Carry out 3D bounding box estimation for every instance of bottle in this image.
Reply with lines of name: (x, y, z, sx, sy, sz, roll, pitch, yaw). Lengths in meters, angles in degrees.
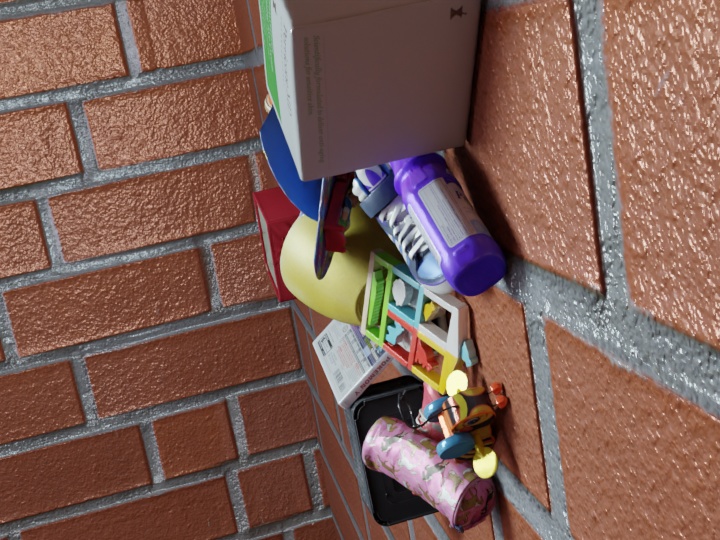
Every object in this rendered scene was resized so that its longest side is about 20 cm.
bottle: (0.086, -0.068, 0.977, 0.083, 0.065, 0.202, 39, -160, -55)

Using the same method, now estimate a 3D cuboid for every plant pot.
plant pot: (0.000, 0.000, 1.323, 0.142, 0.197, 0.203, 45, 149, 44)

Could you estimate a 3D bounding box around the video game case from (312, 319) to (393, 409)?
video game case: (0.008, 0.103, 1.447, 0.023, 0.183, 0.200, 38, -171, -26)

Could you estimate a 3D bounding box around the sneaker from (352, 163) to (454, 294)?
sneaker: (0.046, -0.066, 1.060, 0.146, 0.081, 0.201, 38, -165, -29)

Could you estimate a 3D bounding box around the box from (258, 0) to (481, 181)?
box: (0.003, -0.236, 0.939, 0.201, 0.197, 0.173, 90, 161, -50)

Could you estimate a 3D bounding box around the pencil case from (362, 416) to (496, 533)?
pencil case: (0.088, 0.272, 1.213, 0.199, 0.082, 0.088, 27, 92, 43)

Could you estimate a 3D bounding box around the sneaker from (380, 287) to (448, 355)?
sneaker: (0.080, 0.089, 1.261, 0.201, 0.077, 0.100, 91, 160, -54)

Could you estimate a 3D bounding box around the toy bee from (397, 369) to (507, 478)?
toy bee: (0.132, 0.182, 1.071, 0.133, 0.107, 0.200, 67, -168, 10)

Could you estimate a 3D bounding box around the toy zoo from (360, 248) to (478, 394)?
toy zoo: (0.077, 0.072, 1.176, 0.199, 0.020, 0.133, 35, 130, 39)

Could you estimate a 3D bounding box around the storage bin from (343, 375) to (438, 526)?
storage bin: (0.058, 0.282, 1.421, 0.094, 0.133, 0.204, -166, 64, -78)

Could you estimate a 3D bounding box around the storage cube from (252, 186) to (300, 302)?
storage cube: (-0.102, -0.065, 1.766, 0.200, 0.177, 0.174, -124, 24, -61)

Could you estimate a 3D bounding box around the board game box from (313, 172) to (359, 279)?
board game box: (-0.020, -0.085, 1.166, 0.158, 0.038, 0.204, -55, -27, -75)

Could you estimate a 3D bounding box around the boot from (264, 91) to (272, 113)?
boot: (-0.098, -0.313, 1.386, 0.202, 0.074, 0.108, -74, -4, -49)

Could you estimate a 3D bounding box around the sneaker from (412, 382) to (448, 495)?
sneaker: (0.099, 0.249, 1.301, 0.074, 0.085, 0.204, -126, 26, -63)

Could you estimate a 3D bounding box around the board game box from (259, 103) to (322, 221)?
board game box: (-0.091, -0.158, 1.244, 0.159, 0.038, 0.202, 52, -146, -29)
